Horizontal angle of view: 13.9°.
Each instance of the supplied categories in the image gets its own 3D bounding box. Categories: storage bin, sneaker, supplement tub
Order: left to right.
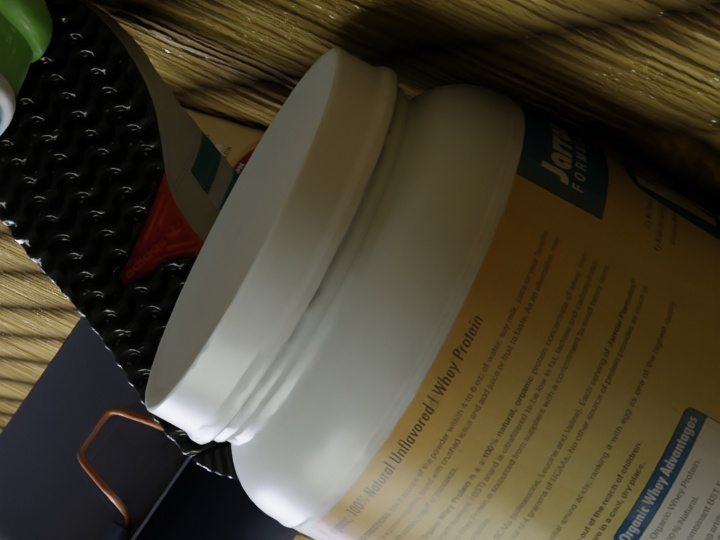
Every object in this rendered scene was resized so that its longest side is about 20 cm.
[{"bbox_3d":[-0.120,0.102,1.573,0.134,0.200,0.146,31,174,34],"label":"storage bin"},{"bbox_3d":[-0.064,-0.005,1.021,0.200,0.070,0.093,55,-172,22],"label":"sneaker"},{"bbox_3d":[0.050,0.033,0.890,0.200,0.145,0.145,28,170,-11],"label":"supplement tub"}]

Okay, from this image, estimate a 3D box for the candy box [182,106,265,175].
[{"bbox_3d":[0.000,0.000,1.111,0.200,0.057,0.117,17,166,38],"label":"candy box"}]

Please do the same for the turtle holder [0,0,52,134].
[{"bbox_3d":[-0.174,-0.076,0.935,0.141,0.132,0.185,29,170,-13],"label":"turtle holder"}]
